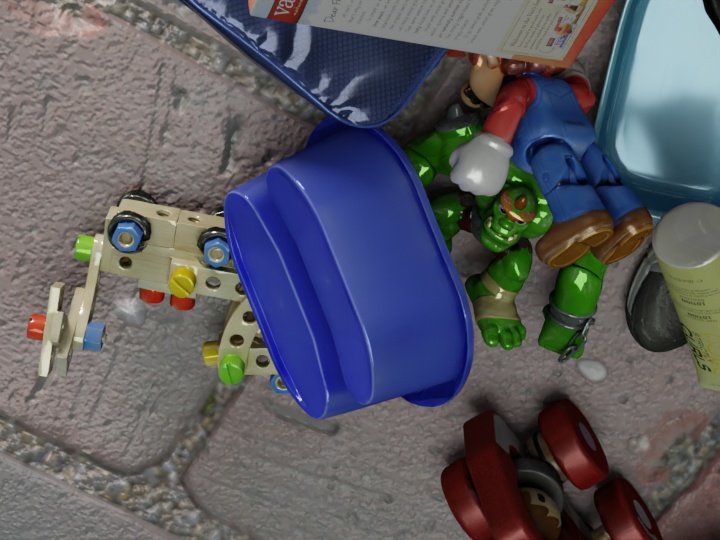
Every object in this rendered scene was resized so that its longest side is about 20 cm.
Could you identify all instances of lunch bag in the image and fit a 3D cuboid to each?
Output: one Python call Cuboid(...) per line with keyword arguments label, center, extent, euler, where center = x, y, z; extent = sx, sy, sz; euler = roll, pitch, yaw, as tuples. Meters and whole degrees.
Cuboid(label="lunch bag", center=(-0.025, -0.183, 1.094), extent=(0.200, 0.132, 0.136), euler=(39, 92, -20))

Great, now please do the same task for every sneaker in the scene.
Cuboid(label="sneaker", center=(0.259, -0.002, 1.197), extent=(0.075, 0.116, 0.200), euler=(35, 111, -18))

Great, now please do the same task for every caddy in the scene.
Cuboid(label="caddy", center=(0.000, 0.000, 1.143), extent=(0.105, 0.141, 0.201), euler=(-21, 89, -32))

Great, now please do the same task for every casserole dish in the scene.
Cuboid(label="casserole dish", center=(0.221, -0.122, 1.169), extent=(0.121, 0.039, 0.201), euler=(12, 115, 3))

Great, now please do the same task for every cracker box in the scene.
Cuboid(label="cracker box", center=(0.050, -0.186, 0.971), extent=(0.199, 0.058, 0.134), euler=(7, 146, -19))

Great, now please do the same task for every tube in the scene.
Cuboid(label="tube", center=(0.238, 0.034, 1.156), extent=(0.052, 0.058, 0.200), euler=(-30, 140, 2))

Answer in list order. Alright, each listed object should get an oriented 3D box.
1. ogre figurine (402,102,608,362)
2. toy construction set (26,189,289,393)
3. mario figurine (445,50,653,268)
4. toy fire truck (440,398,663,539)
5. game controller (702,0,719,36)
Cuboid(label="ogre figurine", center=(0.089, -0.033, 1.195), extent=(0.200, 0.098, 0.120), euler=(45, 126, 13))
Cuboid(label="toy construction set", center=(-0.128, 0.021, 1.224), extent=(0.199, 0.092, 0.132), euler=(3, 118, -15))
Cuboid(label="mario figurine", center=(0.105, -0.090, 1.131), extent=(0.106, 0.201, 0.123), euler=(-25, 159, 8))
Cuboid(label="toy fire truck", center=(0.142, 0.200, 1.270), extent=(0.112, 0.168, 0.200), euler=(-31, 114, 14))
Cuboid(label="game controller", center=(0.299, -0.197, 1.100), extent=(0.200, 0.042, 0.105), euler=(-37, 106, -10))
